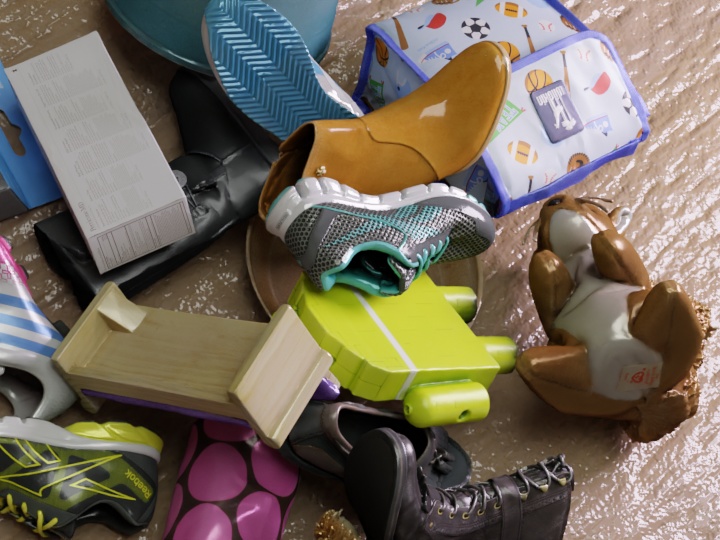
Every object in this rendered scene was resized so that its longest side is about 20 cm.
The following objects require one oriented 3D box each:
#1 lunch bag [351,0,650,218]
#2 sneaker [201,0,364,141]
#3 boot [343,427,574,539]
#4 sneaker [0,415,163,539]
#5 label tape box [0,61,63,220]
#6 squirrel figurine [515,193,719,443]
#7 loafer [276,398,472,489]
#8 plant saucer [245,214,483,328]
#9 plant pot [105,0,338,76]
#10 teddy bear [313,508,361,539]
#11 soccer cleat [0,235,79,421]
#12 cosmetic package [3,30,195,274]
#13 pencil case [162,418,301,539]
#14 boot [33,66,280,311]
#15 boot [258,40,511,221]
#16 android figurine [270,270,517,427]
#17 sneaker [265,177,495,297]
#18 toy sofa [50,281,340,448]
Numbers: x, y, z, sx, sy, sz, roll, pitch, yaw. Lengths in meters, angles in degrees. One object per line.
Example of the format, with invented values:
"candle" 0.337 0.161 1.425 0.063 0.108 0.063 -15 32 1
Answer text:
"lunch bag" 0.121 -0.146 1.834 0.170 0.124 0.200 -27 59 -25
"sneaker" -0.065 -0.147 1.740 0.077 0.200 0.081 -43 37 -3
"boot" 0.080 0.171 1.645 0.174 0.200 0.069 -17 45 -19
"sneaker" -0.240 0.155 1.607 0.200 0.074 0.085 0 67 -15
"label tape box" -0.339 -0.099 1.716 0.200 0.063 0.144 -23 72 -26
"squirrel figurine" 0.203 0.034 1.787 0.200 0.142 0.187 46 16 -39
"loafer" 0.022 0.138 1.659 0.200 0.063 0.072 20 68 -42
"plant saucer" 0.000 0.000 1.788 0.200 0.035 0.200 8 61 -14
"plant pot" -0.092 -0.289 1.789 0.200 0.188 0.200 14 38 -11
"teddy bear" -0.048 0.259 1.577 0.067 0.145 0.200 16 54 9
"soccer cleat" -0.282 0.032 1.630 0.200 0.070 0.086 52 49 -13
"cosmetic package" -0.204 -0.094 1.707 0.083 0.051 0.200 -22 53 -10
"pencil case" -0.093 0.185 1.635 0.094 0.091 0.200 38 54 -35
"boot" -0.173 -0.068 1.757 0.200 0.066 0.165 -34 54 -15
"boot" 0.018 -0.104 1.700 0.144 0.201 0.071 11 32 -46
"android figurine" 0.023 0.049 1.682 0.200 0.041 0.182 -3 42 -41
"sneaker" 0.025 -0.014 1.684 0.200 0.078 0.091 0 46 -33
"toy sofa" -0.119 0.077 1.603 0.200 0.098 0.083 7 52 39
